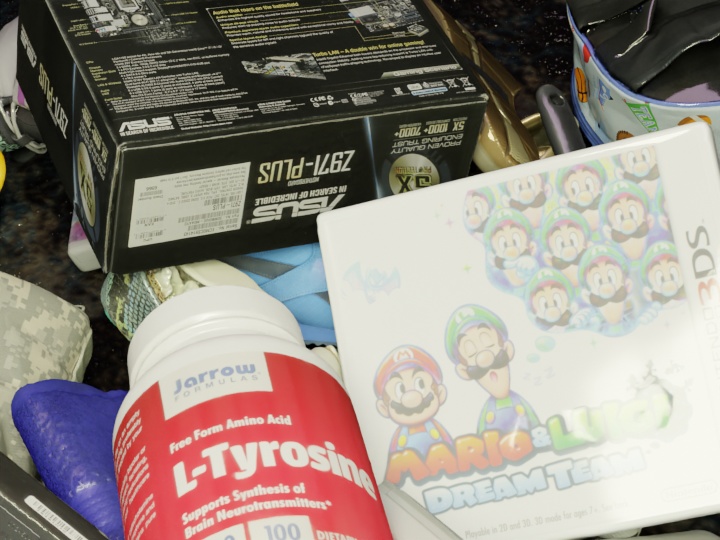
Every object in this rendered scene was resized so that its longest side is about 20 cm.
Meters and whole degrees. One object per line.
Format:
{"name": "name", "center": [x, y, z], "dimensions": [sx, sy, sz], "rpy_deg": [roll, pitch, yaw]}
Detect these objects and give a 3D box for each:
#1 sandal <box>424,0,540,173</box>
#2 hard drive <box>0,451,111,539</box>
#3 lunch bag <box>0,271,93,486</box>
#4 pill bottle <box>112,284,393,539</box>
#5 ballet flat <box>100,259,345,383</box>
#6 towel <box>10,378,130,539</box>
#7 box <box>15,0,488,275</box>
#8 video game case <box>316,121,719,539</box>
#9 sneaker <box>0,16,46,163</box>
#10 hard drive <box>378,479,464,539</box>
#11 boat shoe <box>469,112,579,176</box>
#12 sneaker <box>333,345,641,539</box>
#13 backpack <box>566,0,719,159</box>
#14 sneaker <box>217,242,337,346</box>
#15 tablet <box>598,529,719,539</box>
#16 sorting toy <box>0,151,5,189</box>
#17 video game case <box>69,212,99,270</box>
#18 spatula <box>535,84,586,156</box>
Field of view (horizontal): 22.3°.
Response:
{"name": "sandal", "center": [0.054, -0.098, 1.043], "dimensions": [0.054, 0.080, 0.200], "rpy_deg": [-40, 26, 17]}
{"name": "hard drive", "center": [-0.209, 0.166, 0.822], "dimensions": [0.140, 0.200, 0.038], "rpy_deg": [37, 15, 1]}
{"name": "lunch bag", "center": [-0.235, 0.090, 0.935], "dimensions": [0.168, 0.139, 0.200], "rpy_deg": [9, 54, 1]}
{"name": "pill bottle", "center": [-0.048, 0.101, 0.797], "dimensions": [0.112, 0.112, 0.200], "rpy_deg": [-14, 41, -4]}
{"name": "ballet flat", "center": [-0.049, 0.051, 0.923], "dimensions": [0.200, 0.074, 0.074], "rpy_deg": [38, 61, 11]}
{"name": "towel", "center": [-0.075, 0.135, 0.888], "dimensions": [0.148, 0.050, 0.200], "rpy_deg": [2, 41, -43]}
{"name": "box", "center": [-0.061, -0.095, 0.955], "dimensions": [0.200, 0.086, 0.164], "rpy_deg": [-10, 47, -24]}
{"name": "video game case", "center": [0.088, 0.038, 0.877], "dimensions": [0.200, 0.024, 0.182], "rpy_deg": [-13, 78, 15]}
{"name": "sneaker", "center": [-0.188, -0.085, 1.084], "dimensions": [0.140, 0.078, 0.200], "rpy_deg": [-31, 38, 6]}
{"name": "hard drive", "center": [0.062, 0.166, 0.769], "dimensions": [0.026, 0.132, 0.200], "rpy_deg": [-34, 12, -9]}
{"name": "boat shoe", "center": [0.040, -0.032, 1.052], "dimensions": [0.200, 0.063, 0.073], "rpy_deg": [-30, 52, -18]}
{"name": "sneaker", "center": [0.077, 0.074, 0.962], "dimensions": [0.200, 0.075, 0.115], "rpy_deg": [25, 43, 26]}
{"name": "backpack", "center": [0.215, -0.123, 1.051], "dimensions": [0.190, 0.154, 0.200], "rpy_deg": [-10, 41, -10]}
{"name": "sneaker", "center": [0.000, 0.000, 0.965], "dimensions": [0.200, 0.079, 0.066], "rpy_deg": [3, 8, 24]}
{"name": "tablet", "center": [0.150, 0.162, 0.819], "dimensions": [0.200, 0.014, 0.130], "rpy_deg": [7, 29, -50]}
{"name": "sorting toy", "center": [-0.307, -0.049, 0.997], "dimensions": [0.107, 0.180, 0.200], "rpy_deg": [43, 100, 21]}
{"name": "video game case", "center": [-0.076, -0.096, 1.106], "dimensions": [0.200, 0.024, 0.182], "rpy_deg": [-14, 47, 17]}
{"name": "spatula", "center": [0.138, -0.019, 1.007], "dimensions": [0.056, 0.021, 0.200], "rpy_deg": [-8, 63, -32]}
